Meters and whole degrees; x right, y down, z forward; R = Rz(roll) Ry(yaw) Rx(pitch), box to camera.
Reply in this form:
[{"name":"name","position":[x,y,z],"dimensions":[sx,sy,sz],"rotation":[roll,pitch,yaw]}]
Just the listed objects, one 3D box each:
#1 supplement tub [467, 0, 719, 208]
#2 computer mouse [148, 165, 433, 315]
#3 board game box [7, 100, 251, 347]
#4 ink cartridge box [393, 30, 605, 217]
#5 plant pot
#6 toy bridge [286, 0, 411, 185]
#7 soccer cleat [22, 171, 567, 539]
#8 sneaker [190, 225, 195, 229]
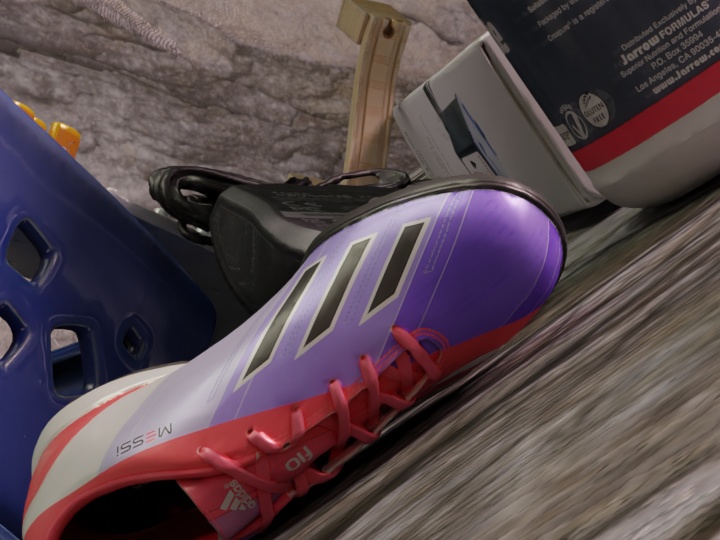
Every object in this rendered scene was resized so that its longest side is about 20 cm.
[{"name":"supplement tub","position":[0.092,-0.137,0.755],"dimensions":[0.140,0.201,0.140],"rotation":[-35,2,2]},{"name":"computer mouse","position":[0.000,0.000,0.789],"dimensions":[0.137,0.053,0.200],"rotation":[2,9,-13]},{"name":"board game box","position":[-0.104,-0.013,0.959],"dimensions":[0.200,0.199,0.026],"rotation":[-8,61,61]},{"name":"ink cartridge box","position":[0.108,-0.089,0.953],"dimensions":[0.146,0.086,0.200],"rotation":[-35,0,-10]},{"name":"plant pot","position":[-0.200,0.049,0.813],"dimensions":[0.199,0.200,0.181],"rotation":[-20,39,32]},{"name":"toy bridge","position":[-0.017,-0.026,1.036],"dimensions":[0.067,0.027,0.201],"rotation":[47,122,60]},{"name":"soccer cleat","position":[-0.021,0.043,0.661],"dimensions":[0.199,0.068,0.073],"rotation":[-30,28,20]},{"name":"sneaker","position":[-0.112,0.070,1.140],"dimensions":[0.200,0.082,0.075],"rotation":[-44,28,7]}]
